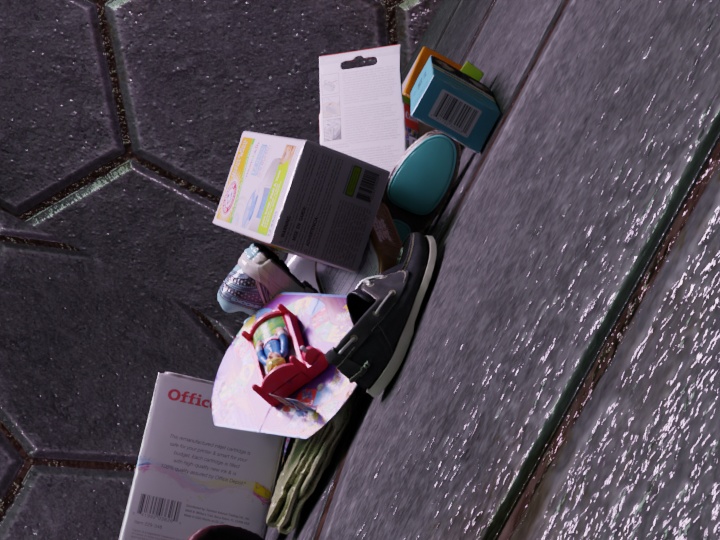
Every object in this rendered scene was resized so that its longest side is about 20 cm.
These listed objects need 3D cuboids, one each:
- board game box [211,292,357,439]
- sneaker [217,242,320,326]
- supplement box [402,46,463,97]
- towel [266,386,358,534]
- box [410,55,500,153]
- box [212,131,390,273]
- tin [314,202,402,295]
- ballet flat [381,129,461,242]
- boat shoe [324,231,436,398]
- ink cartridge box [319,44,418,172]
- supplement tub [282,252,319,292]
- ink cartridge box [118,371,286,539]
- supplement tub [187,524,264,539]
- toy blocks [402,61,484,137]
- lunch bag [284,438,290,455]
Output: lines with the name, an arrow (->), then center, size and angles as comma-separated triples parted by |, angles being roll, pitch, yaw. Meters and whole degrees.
board game box -> -0.078, 0.081, 1.460 | 0.199, 0.039, 0.159 | 2, 59, 43
sneaker -> -0.080, 0.052, 1.612 | 0.086, 0.200, 0.078 | -44, 37, 4
supplement box -> 0.065, -0.191, 2.059 | 0.200, 0.073, 0.126 | -59, 7, 42
towel -> -0.043, 0.168, 1.508 | 0.149, 0.036, 0.200 | -62, 6, 21
box -> 0.099, -0.180, 1.589 | 0.049, 0.082, 0.200 | -60, 6, 13
box -> -0.066, -0.075, 1.559 | 0.200, 0.101, 0.113 | 20, 91, 66
tin -> 0.000, 0.000, 1.535 | 0.112, 0.042, 0.200 | -56, 28, 23
ballet flat -> 0.051, -0.060, 1.599 | 0.201, 0.067, 0.075 | -66, -7, 9
boat shoe -> 0.023, 0.027, 1.386 | 0.072, 0.067, 0.201 | -60, 4, 45
ink cartridge box -> 0.011, -0.149, 1.703 | 0.050, 0.108, 0.202 | 12, -105, -66
supplement tub -> -0.037, 0.011, 1.772 | 0.123, 0.122, 0.200 | -62, 6, 8
ink cartridge box -> -0.161, 0.222, 1.557 | 0.086, 0.146, 0.202 | 99, -176, -76
supplement tub -> -0.144, 0.327, 1.318 | 0.201, 0.106, 0.107 | -61, 5, 31
toy blocks -> 0.077, -0.169, 1.789 | 0.201, 0.100, 0.137 | -56, -3, 13
lunch bag -> -0.151, 0.232, 1.814 | 0.170, 0.127, 0.200 | -60, -1, 15
